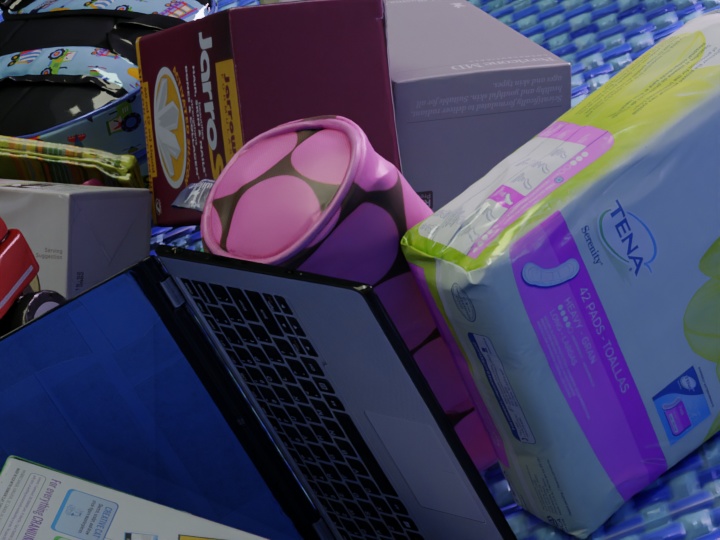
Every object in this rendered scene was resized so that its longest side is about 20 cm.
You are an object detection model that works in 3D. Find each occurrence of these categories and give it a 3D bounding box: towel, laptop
[{"bbox_3d":[-0.219,-0.051,1.495,0.200,0.086,0.018,9,60,8],"label":"towel"},{"bbox_3d":[-0.057,0.097,1.081,0.200,0.187,0.116,10,50,46],"label":"laptop"}]

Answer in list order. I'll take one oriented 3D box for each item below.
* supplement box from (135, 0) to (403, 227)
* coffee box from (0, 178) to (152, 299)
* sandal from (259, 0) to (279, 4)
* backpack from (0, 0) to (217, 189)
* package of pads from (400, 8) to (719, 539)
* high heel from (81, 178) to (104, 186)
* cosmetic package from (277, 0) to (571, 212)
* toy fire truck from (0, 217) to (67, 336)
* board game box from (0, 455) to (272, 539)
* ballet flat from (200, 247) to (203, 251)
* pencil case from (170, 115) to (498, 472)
[{"bbox_3d":[-0.052,-0.082,1.397,0.086,0.110,0.200,-6,2,-19],"label":"supplement box"},{"bbox_3d":[-0.217,0.005,1.418,0.200,0.113,0.080,6,6,29],"label":"coffee box"},{"bbox_3d":[-0.014,-0.181,1.704,0.080,0.057,0.201,-30,26,-9],"label":"sandal"},{"bbox_3d":[-0.165,-0.092,1.587,0.200,0.135,0.183,-4,33,38],"label":"backpack"},{"bbox_3d":[0.127,-0.005,1.137,0.200,0.155,0.068,-36,30,-20],"label":"package of pads"},{"bbox_3d":[-0.192,-0.014,1.508,0.200,0.096,0.067,1,29,41],"label":"high heel"},{"bbox_3d":[0.032,-0.095,1.442,0.107,0.090,0.200,-8,18,-20],"label":"cosmetic package"},{"bbox_3d":[-0.250,0.011,1.212,0.129,0.200,0.176,-12,27,31],"label":"toy fire truck"},{"bbox_3d":[-0.069,0.160,1.015,0.200,0.040,0.153,18,35,3],"label":"board game box"},{"bbox_3d":[0.000,0.000,1.354,0.200,0.067,0.070,3,22,42],"label":"ballet flat"},{"bbox_3d":[0.006,0.020,1.160,0.091,0.200,0.094,8,61,41],"label":"pencil case"}]
